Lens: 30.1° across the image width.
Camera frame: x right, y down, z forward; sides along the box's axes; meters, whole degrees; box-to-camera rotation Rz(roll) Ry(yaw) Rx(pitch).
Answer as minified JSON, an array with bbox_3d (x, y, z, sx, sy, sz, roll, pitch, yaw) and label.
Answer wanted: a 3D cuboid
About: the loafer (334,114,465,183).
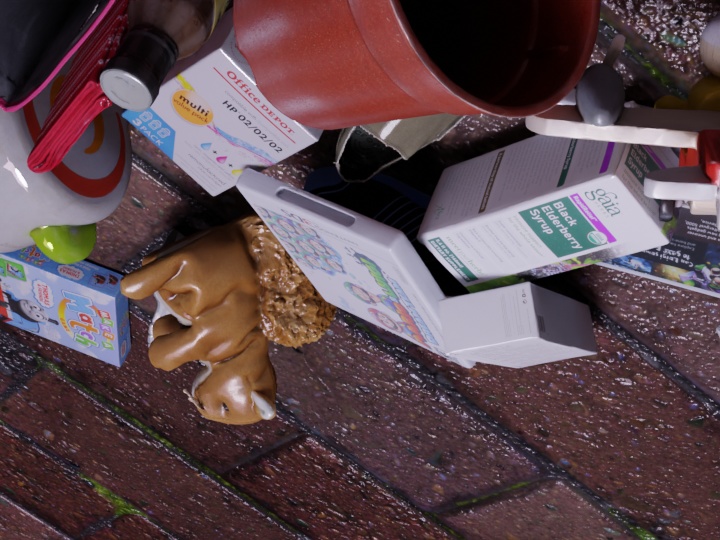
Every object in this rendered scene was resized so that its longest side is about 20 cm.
[{"bbox_3d":[0.042,-0.123,1.074,0.075,0.070,0.200,34,145,-13],"label":"loafer"}]

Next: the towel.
[{"bbox_3d":[-0.195,-0.179,1.034,0.022,0.202,0.144,29,146,-21],"label":"towel"}]

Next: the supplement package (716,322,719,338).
[{"bbox_3d":[0.407,0.082,1.003,0.190,0.147,0.201,23,155,48],"label":"supplement package"}]

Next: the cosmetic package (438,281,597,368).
[{"bbox_3d":[0.140,0.049,1.157,0.082,0.051,0.200,-14,168,21],"label":"cosmetic package"}]

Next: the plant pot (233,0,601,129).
[{"bbox_3d":[0.025,-0.187,0.911,0.194,0.202,0.201,-8,135,50],"label":"plant pot"}]

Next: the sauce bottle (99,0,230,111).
[{"bbox_3d":[-0.128,-0.199,0.965,0.064,0.201,0.065,17,147,12],"label":"sauce bottle"}]

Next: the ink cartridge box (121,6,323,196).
[{"bbox_3d":[-0.098,-0.150,1.127,0.115,0.068,0.199,41,143,-23],"label":"ink cartridge box"}]

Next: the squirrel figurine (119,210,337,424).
[{"bbox_3d":[-0.109,0.048,1.292,0.142,0.198,0.188,-131,17,-81],"label":"squirrel figurine"}]

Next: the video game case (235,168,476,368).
[{"bbox_3d":[0.000,0.000,1.166,0.181,0.024,0.200,24,161,36],"label":"video game case"}]

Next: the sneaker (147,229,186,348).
[{"bbox_3d":[-0.178,0.042,1.430,0.086,0.075,0.201,17,146,2],"label":"sneaker"}]

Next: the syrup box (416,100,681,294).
[{"bbox_3d":[0.149,-0.053,1.051,0.199,0.082,0.079,-16,131,44],"label":"syrup box"}]

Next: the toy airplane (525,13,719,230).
[{"bbox_3d":[0.236,-0.098,0.869,0.198,0.143,0.198,1,-175,-33],"label":"toy airplane"}]

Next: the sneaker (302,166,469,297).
[{"bbox_3d":[0.033,-0.028,1.198,0.198,0.078,0.070,19,145,8],"label":"sneaker"}]

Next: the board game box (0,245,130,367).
[{"bbox_3d":[-0.364,0.027,1.552,0.198,0.037,0.152,20,145,6],"label":"board game box"}]

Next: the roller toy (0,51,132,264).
[{"bbox_3d":[-0.305,-0.115,1.185,0.139,0.202,0.183,-16,137,25],"label":"roller toy"}]

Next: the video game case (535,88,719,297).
[{"bbox_3d":[0.234,-0.059,1.083,0.198,0.023,0.183,16,144,12],"label":"video game case"}]

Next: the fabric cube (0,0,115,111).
[{"bbox_3d":[-0.242,-0.273,0.940,0.199,0.200,0.196,38,143,-19],"label":"fabric cube"}]
